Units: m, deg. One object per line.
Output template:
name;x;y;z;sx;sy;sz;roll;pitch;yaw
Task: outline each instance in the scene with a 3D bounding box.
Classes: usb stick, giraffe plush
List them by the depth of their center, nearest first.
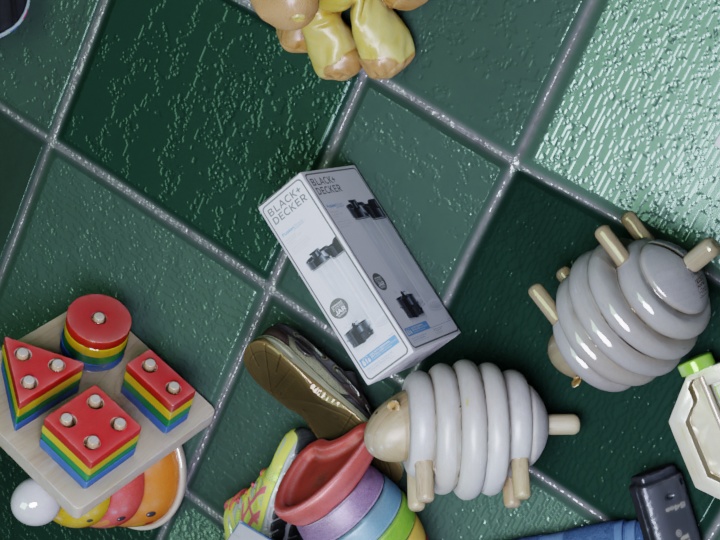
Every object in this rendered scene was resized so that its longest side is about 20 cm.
usb stick;0.291;0.276;1.306;0.033;0.055;0.202;158;96;-72
giraffe plush;-0.039;-0.276;1.341;0.171;0.162;0.202;4;99;28

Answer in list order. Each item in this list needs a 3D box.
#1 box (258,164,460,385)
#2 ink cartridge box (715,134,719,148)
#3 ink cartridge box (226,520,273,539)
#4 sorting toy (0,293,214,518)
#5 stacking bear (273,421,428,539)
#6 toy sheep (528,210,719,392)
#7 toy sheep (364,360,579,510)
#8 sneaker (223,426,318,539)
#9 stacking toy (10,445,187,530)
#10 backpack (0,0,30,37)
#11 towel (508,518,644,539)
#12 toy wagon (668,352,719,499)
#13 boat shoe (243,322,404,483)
box;0.000;0.000;1.386;0.060;0.116;0.201;-37;78;27
ink cartridge box;0.419;-0.116;1.192;0.200;0.057;0.163;40;114;27
ink cartridge box;-0.051;0.332;1.437;0.115;0.200;0.068;23;73;38
sorting toy;-0.281;0.120;1.497;0.198;0.200;0.070;40;136;17
stacking bear;0.019;0.263;1.401;0.121;0.114;0.200;-25;111;44
toy sheep;0.233;0.030;1.259;0.138;0.137;0.200;55;134;11
toy sheep;0.102;0.148;1.334;0.198;0.138;0.139;0;99;-9
sneaker;-0.102;0.245;1.498;0.090;0.078;0.201;29;106;31
stacking toy;-0.291;0.223;1.520;0.145;0.199;0.148;6;102;32
backpack;-0.452;-0.328;1.551;0.150;0.177;0.202;-16;94;51
towel;0.186;0.302;1.366;0.199;0.048;0.113;-17;88;29
toy wagon;0.369;0.127;1.250;0.199;0.039;0.156;-25;85;28
boat shoe;-0.025;0.127;1.443;0.200;0.065;0.073;45;135;-5
